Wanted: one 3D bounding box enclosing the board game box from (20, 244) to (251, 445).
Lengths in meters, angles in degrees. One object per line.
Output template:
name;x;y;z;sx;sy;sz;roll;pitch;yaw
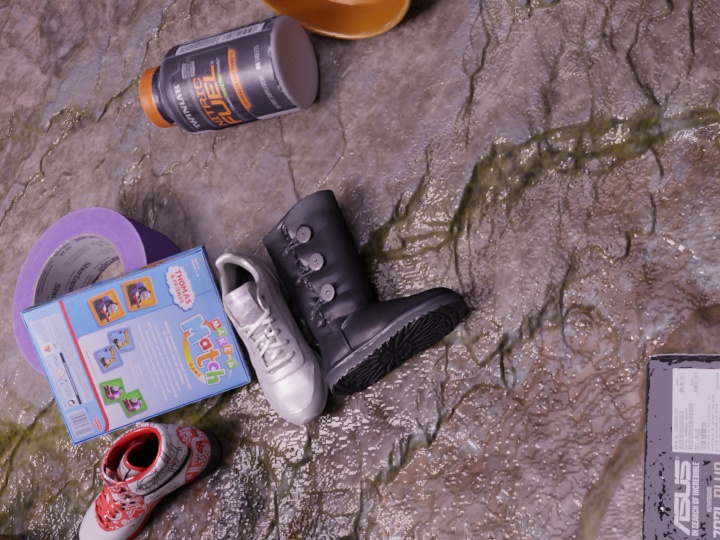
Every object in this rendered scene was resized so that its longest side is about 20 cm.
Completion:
board game box;-0.233;0.078;1.038;0.198;0.037;0.153;-19;100;-1

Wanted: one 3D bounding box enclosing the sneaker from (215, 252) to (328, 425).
sneaker;-0.101;0.068;1.015;0.075;0.099;0.201;-33;63;13

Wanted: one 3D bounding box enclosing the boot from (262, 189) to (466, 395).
boot;-0.001;0.000;1.008;0.164;0.066;0.201;-33;58;14

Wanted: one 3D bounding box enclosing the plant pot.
plant pot;-0.015;-0.389;1.068;0.198;0.200;0.185;4;62;29

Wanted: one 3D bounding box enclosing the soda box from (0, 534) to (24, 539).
soda box;-0.354;0.367;1.079;0.199;0.064;0.068;25;87;32

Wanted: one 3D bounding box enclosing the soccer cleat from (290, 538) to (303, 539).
soccer cleat;0.002;0.319;0.917;0.083;0.065;0.200;-34;52;-19

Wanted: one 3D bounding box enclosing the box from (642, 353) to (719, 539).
box;0.271;0.176;0.745;0.085;0.163;0.203;-2;75;27

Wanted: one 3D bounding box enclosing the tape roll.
tape roll;-0.299;0.034;1.141;0.198;0.085;0.202;-9;71;27

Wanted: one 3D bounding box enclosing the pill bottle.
pill bottle;-0.156;-0.217;1.129;0.198;0.106;0.108;-9;71;26

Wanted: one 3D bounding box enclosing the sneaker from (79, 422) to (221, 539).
sneaker;-0.251;0.228;1.041;0.201;0.108;0.068;-38;61;13
